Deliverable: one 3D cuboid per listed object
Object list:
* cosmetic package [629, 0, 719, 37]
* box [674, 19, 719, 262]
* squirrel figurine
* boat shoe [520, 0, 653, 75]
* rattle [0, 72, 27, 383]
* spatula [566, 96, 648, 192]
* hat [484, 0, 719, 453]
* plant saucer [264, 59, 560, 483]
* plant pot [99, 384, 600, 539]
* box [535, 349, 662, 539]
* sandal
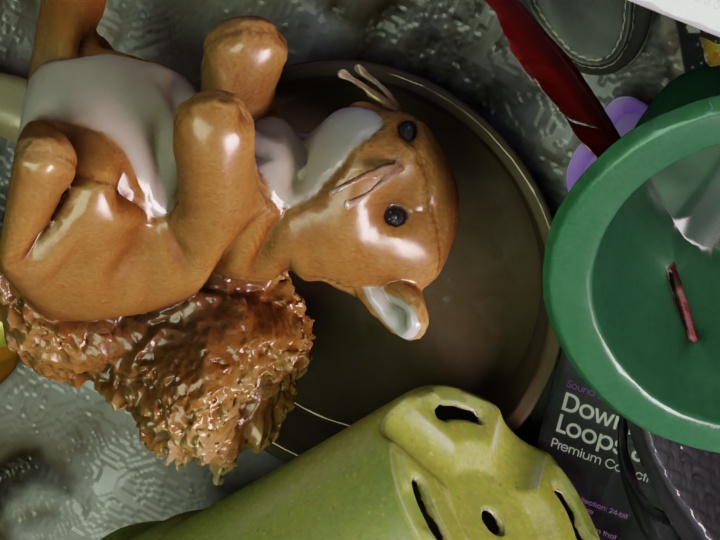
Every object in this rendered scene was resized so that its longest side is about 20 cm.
[{"bbox_3d":[0.137,-0.130,0.989,0.199,0.102,0.074,23,104,4],"label":"cosmetic package"},{"bbox_3d":[0.214,-0.019,1.066,0.136,0.038,0.201,-10,94,21],"label":"box"},{"bbox_3d":[-0.057,-0.014,1.110,0.185,0.142,0.201,10,127,-8],"label":"squirrel figurine"},{"bbox_3d":[0.079,-0.172,1.073,0.066,0.057,0.201,-1,108,21],"label":"boat shoe"},{"bbox_3d":[-0.195,-0.054,1.239,0.130,0.143,0.201,-26,82,-5],"label":"rattle"},{"bbox_3d":[0.176,0.002,1.121,0.200,0.021,0.057,37,114,4],"label":"spatula"},{"bbox_3d":[0.144,-0.053,1.060,0.165,0.176,0.200,-26,122,16],"label":"hat"},{"bbox_3d":[0.000,0.000,1.184,0.199,0.029,0.201,7,111,19],"label":"plant saucer"},{"bbox_3d":[0.001,0.152,1.138,0.184,0.200,0.201,-39,92,30],"label":"plant pot"},{"bbox_3d":[0.140,0.123,1.172,0.142,0.036,0.201,18,113,14],"label":"box"},{"bbox_3d":[0.141,0.099,1.106,0.048,0.075,0.201,-10,105,41],"label":"sandal"}]
